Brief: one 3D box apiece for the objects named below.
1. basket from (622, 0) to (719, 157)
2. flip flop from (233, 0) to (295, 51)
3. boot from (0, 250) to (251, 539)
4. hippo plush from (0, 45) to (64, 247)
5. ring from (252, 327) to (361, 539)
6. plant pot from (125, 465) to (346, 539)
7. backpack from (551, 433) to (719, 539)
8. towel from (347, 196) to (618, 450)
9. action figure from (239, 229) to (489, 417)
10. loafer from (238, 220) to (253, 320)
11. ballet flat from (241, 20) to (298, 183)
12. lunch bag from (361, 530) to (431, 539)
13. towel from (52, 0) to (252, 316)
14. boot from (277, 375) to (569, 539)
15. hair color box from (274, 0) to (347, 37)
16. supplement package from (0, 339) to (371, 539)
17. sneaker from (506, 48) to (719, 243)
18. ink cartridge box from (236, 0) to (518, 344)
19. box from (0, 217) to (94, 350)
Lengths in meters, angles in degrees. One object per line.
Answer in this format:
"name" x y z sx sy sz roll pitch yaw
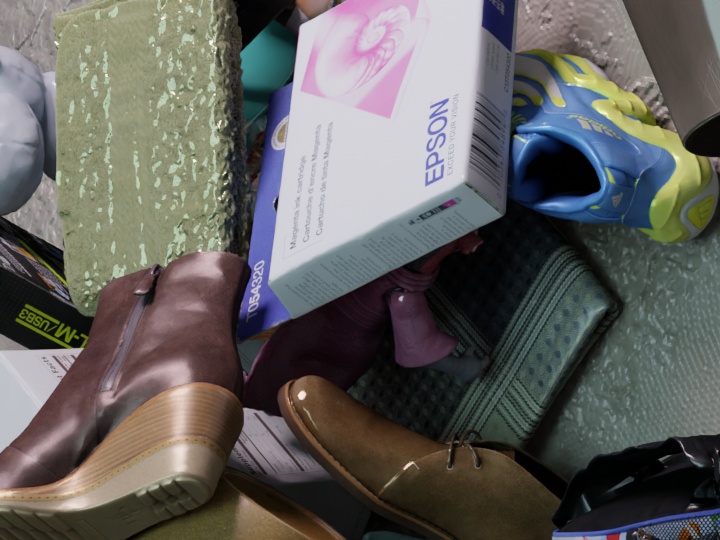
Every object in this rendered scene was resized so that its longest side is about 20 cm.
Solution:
"basket" 0.196 -0.170 1.442 0.180 0.136 0.201 -24 72 40
"flip flop" -0.079 -0.186 1.720 0.200 0.081 0.058 -31 24 46
"boot" -0.150 0.080 1.555 0.199 0.072 0.167 -17 43 21
"hippo plush" -0.195 -0.105 1.837 0.159 0.160 0.201 -36 50 42
"ring" -0.065 0.134 1.797 0.200 0.019 0.201 -5 83 49
"plant pot" -0.092 0.216 1.531 0.186 0.186 0.200 37 96 45
"backpack" 0.197 0.141 1.380 0.190 0.199 0.155 -7 94 52
"towel" 0.055 0.038 1.663 0.193 0.034 0.200 50 120 36
"action figure" 0.000 0.000 1.604 0.200 0.148 0.135 -40 52 52
"loafer" -0.085 -0.002 1.798 0.200 0.063 0.072 -16 73 47
"ballet flat" -0.086 -0.075 1.779 0.075 0.064 0.200 22 67 33
"lunch bag" 0.026 0.273 1.597 0.170 0.122 0.201 -45 56 36
"towel" -0.126 -0.079 1.691 0.148 0.036 0.201 -12 78 38
"boot" 0.046 0.110 1.570 0.076 0.200 0.074 -51 8 26
"hair color box" -0.011 -0.193 1.734 0.200 0.060 0.099 38 115 44
"supplement package" -0.124 0.147 1.688 0.151 0.199 0.152 45 124 40
"sneaker" 0.105 -0.077 1.553 0.200 0.105 0.076 30 108 46
"ink cartridge box" 0.000 -0.077 1.578 0.200 0.043 0.197 -25 42 32
"box" -0.219 0.011 1.841 0.048 0.193 0.200 -54 41 2
